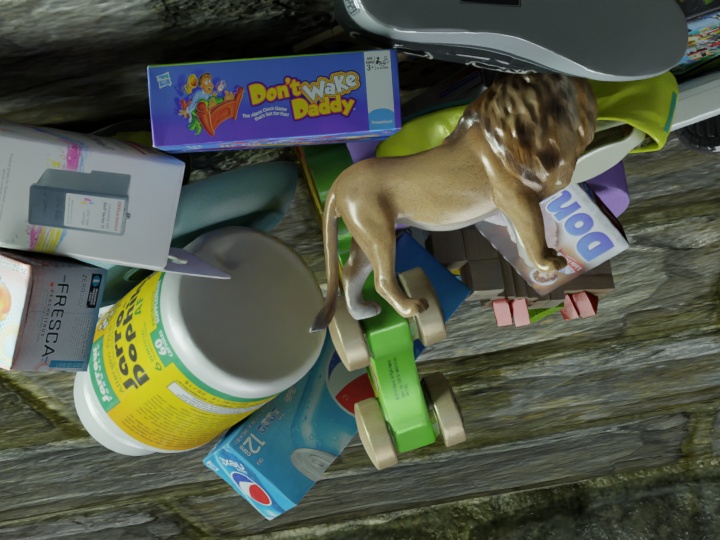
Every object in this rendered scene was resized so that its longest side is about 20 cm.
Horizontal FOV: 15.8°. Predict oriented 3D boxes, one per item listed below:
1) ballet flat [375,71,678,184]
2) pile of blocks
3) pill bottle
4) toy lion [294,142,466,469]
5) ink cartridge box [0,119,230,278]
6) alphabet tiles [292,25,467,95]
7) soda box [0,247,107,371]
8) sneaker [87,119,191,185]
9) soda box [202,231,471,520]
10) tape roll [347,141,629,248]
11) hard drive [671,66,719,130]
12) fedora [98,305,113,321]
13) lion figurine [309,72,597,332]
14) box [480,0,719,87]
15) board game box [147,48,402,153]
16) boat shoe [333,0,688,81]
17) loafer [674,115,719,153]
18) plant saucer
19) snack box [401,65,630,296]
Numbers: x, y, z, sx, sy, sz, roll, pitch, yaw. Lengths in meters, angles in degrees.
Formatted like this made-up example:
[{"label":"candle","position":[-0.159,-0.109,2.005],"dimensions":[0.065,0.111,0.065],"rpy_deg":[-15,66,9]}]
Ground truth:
[{"label":"ballet flat","position":[0.097,-0.074,1.546],"dimensions":[0.200,0.067,0.067],"rpy_deg":[-15,149,26]},{"label":"pile of blocks","position":[0.106,0.015,1.850],"dimensions":[0.082,0.062,0.200],"rpy_deg":[-19,163,37]},{"label":"pill bottle","position":[-0.113,0.054,1.688],"dimensions":[0.113,0.113,0.200],"rpy_deg":[-2,162,-29]},{"label":"toy lion","position":[0.000,0.000,1.639],"dimensions":[0.069,0.192,0.200],"rpy_deg":[-19,145,-3]},{"label":"ink cartridge box","position":[-0.177,-0.047,1.504],"dimensions":[0.200,0.067,0.117],"rpy_deg":[9,-174,-21]},{"label":"alphabet tiles","position":[0.063,-0.143,1.556],"dimensions":[0.200,0.008,0.167],"rpy_deg":[-20,163,40]},{"label":"soda box","position":[-0.245,0.005,1.513],"dimensions":[0.200,0.064,0.068],"rpy_deg":[18,-172,36]},{"label":"sneaker","position":[-0.208,-0.044,1.640],"dimensions":[0.200,0.075,0.085],"rpy_deg":[-6,167,-14]},{"label":"soda box","position":[-0.015,0.071,1.746],"dimensions":[0.200,0.064,0.068],"rpy_deg":[-50,-175,-22]},{"label":"tape roll","position":[0.083,-0.061,1.794],"dimensions":[0.200,0.066,0.200],"rpy_deg":[-9,166,-2]},{"label":"hard drive","position":[0.220,-0.114,1.619],"dimensions":[0.200,0.027,0.132],"rpy_deg":[-19,-175,14]},{"label":"fedora","position":[-0.177,0.012,1.853],"dimensions":[0.200,0.092,0.201],"rpy_deg":[-8,166,-2]},{"label":"lion figurine","position":[0.047,-0.046,1.483],"dimensions":[0.200,0.123,0.072],"rpy_deg":[-19,-172,3]},{"label":"box","position":[0.182,-0.144,1.541],"dimensions":[0.200,0.035,0.110],"rpy_deg":[-17,164,31]},{"label":"board game box","position":[-0.048,-0.094,1.470],"dimensions":[0.134,0.045,0.200],"rpy_deg":[-4,-178,-2]},{"label":"boat shoe","position":[0.082,-0.142,1.430],"dimensions":[0.200,0.069,0.057],"rpy_deg":[8,168,-16]},{"label":"loafer","position":[0.305,-0.122,1.702],"dimensions":[0.200,0.073,0.071],"rpy_deg":[-7,178,15]},{"label":"plant saucer","position":[-0.128,-0.017,1.680],"dimensions":[0.200,0.027,0.200],"rpy_deg":[-23,172,-3]},{"label":"snack box","position":[0.098,-0.057,1.670],"dimensions":[0.072,0.024,0.200],"rpy_deg":[-31,136,15]}]
